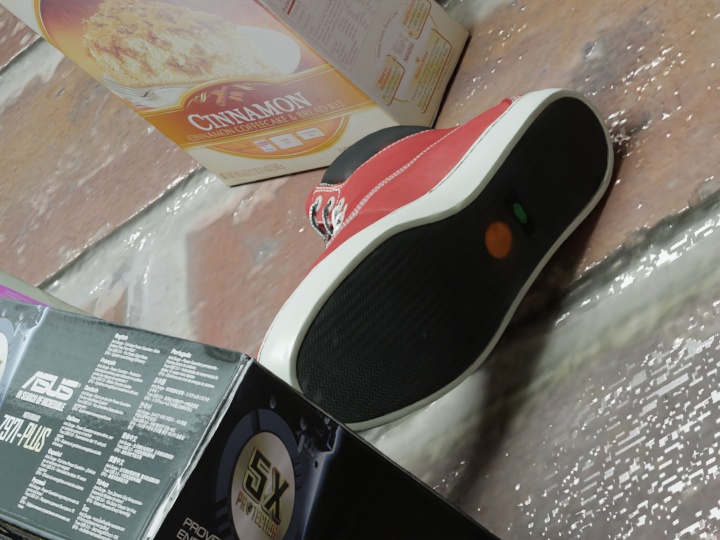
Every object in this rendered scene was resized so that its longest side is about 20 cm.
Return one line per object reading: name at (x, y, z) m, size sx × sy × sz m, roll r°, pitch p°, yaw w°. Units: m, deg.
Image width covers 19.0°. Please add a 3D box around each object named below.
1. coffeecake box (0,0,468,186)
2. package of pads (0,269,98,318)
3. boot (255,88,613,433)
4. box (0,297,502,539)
coffeecake box at (-0.074, -0.133, 1.037) m, size 0.153 × 0.200 × 0.073 m, roll -8°, pitch 52°, yaw 48°
package of pads at (-0.188, 0.088, 1.007) m, size 0.068 × 0.154 × 0.200 m, roll -43°, pitch 29°, yaw 39°
boot at (0.000, 0.000, 0.908) m, size 0.144 × 0.073 × 0.200 m, roll -6°, pitch 31°, yaw 50°
box at (-0.059, 0.096, 0.827) m, size 0.200 × 0.164 × 0.086 m, roll 9°, pitch 65°, yaw 55°
